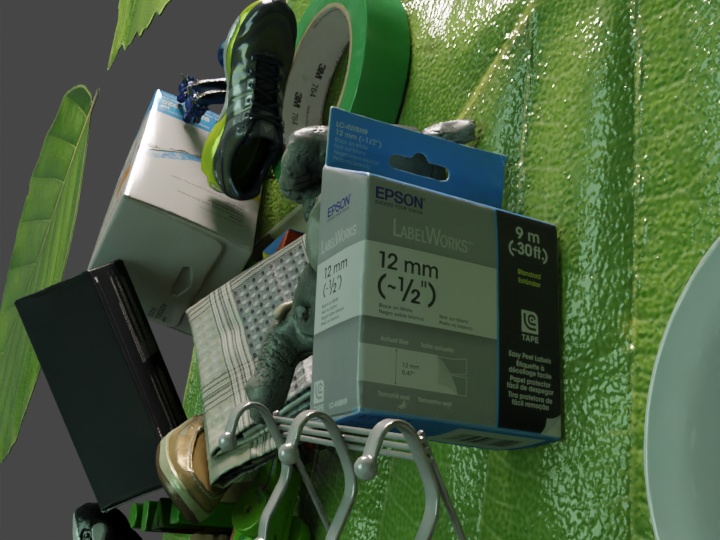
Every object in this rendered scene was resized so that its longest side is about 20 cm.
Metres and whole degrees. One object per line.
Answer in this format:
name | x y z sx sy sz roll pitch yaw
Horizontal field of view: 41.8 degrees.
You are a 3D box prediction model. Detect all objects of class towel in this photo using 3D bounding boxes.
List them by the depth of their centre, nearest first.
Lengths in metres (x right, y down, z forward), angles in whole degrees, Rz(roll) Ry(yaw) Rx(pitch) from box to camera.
towel | -0.060 0.056 0.781 0.191 0.035 0.202 -30 45 10

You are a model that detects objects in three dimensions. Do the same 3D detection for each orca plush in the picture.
orca plush | -0.198 0.301 0.837 0.070 0.105 0.203 -20 71 24

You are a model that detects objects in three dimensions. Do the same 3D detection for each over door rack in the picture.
over door rack | 0.012 0.164 0.515 0.067 0.202 0.147 -44 24 -30

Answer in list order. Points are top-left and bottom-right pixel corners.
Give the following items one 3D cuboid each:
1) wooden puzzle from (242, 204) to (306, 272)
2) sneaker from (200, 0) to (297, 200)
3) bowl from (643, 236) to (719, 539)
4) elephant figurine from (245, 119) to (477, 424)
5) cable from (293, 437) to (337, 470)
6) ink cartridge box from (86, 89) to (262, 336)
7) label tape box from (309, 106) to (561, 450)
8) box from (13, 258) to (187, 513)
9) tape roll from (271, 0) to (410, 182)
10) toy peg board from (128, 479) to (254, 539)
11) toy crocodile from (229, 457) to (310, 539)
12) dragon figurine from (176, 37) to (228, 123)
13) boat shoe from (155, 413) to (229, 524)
wooden puzzle | -0.092 0.049 0.930 0.185 0.046 0.204 -33 51 53
sneaker | -0.096 -0.158 0.908 0.081 0.073 0.203 42 123 52
bowl | 0.200 0.062 0.321 0.200 0.089 0.205 -32 52 54
elephant figurine | 0.000 0.000 0.691 0.156 0.139 0.203 116 159 -54
cable | -0.080 0.104 0.850 0.199 0.050 0.099 34 139 51
ink cartridge box | -0.198 -0.063 1.030 0.148 0.143 0.202 -55 22 35
label tape box | 0.049 -0.001 0.576 0.066 0.141 0.204 -24 59 58
box | -0.232 0.100 0.884 0.141 0.078 0.203 -144 33 -84
tape roll | -0.025 -0.171 0.889 0.200 0.047 0.204 -34 50 54
toy peg board | -0.163 0.305 0.907 0.199 0.096 0.203 -26 56 57
toy crocodile | -0.088 0.250 0.785 0.061 0.067 0.203 -16 50 32
dragon figurine | -0.112 -0.215 0.998 0.199 0.099 0.060 -32 68 34
boat shoe | -0.128 0.154 0.830 0.075 0.072 0.200 -31 10 -1
